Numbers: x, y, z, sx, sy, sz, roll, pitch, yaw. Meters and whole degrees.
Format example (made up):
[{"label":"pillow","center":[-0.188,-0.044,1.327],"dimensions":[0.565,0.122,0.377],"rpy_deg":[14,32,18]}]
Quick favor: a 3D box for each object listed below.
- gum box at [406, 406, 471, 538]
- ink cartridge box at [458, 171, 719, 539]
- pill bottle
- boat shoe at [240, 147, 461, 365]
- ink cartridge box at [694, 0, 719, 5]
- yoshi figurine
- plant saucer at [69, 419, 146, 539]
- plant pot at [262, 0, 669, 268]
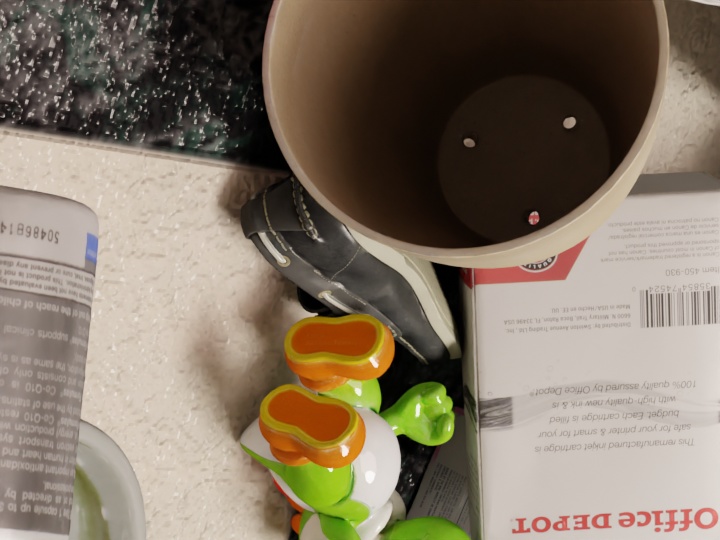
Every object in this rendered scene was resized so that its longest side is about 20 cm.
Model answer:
[{"label":"gum box","center":[0.073,0.180,1.621],"dimensions":[0.113,0.066,0.200],"rpy_deg":[20,93,-53]},{"label":"ink cartridge box","center":[0.128,0.053,1.505],"dimensions":[0.146,0.083,0.201],"rpy_deg":[-3,99,-5]},{"label":"pill bottle","center":[-0.174,0.068,1.160],"dimensions":[0.114,0.114,0.201],"rpy_deg":[15,77,-53]},{"label":"boat shoe","center":[0.000,0.000,1.445],"dimensions":[0.067,0.072,0.200],"rpy_deg":[-26,150,10]},{"label":"ink cartridge box","center":[0.183,-0.251,1.495],"dimensions":[0.145,0.083,0.201],"rpy_deg":[3,108,-52]},{"label":"yoshi figurine","center":[0.014,0.120,1.450],"dimensions":[0.112,0.112,0.200],"rpy_deg":[-25,138,-10]},{"label":"plant saucer","center":[-0.187,0.152,1.294],"dimensions":[0.200,0.050,0.201],"rpy_deg":[-28,131,-39]},{"label":"plant pot","center":[0.066,-0.078,1.348],"dimensions":[0.188,0.187,0.200],"rpy_deg":[-62,164,-5]}]
